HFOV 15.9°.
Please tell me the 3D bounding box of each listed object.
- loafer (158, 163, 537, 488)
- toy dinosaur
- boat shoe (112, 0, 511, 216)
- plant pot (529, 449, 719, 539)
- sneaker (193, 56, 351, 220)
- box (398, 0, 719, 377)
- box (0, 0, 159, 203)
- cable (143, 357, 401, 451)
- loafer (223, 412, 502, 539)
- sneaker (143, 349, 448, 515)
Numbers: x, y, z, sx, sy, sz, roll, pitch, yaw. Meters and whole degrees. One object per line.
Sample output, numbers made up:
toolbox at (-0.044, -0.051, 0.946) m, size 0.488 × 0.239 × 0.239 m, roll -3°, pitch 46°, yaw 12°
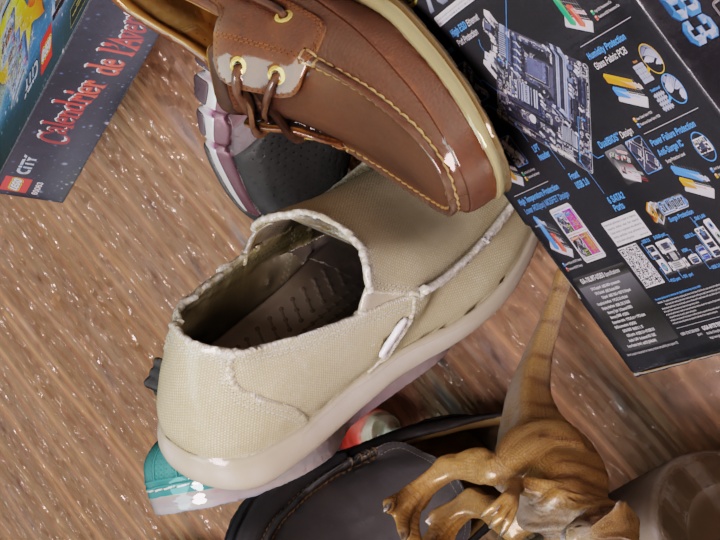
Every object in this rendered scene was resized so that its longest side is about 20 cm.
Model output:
loafer at (0.000, 0.000, 0.980) m, size 0.076 × 0.200 × 0.068 m, roll 28°, pitch 148°, yaw 28°
toy dinosaur at (0.064, 0.073, 0.973) m, size 0.060 × 0.106 × 0.200 m, roll 58°, pitch -173°, yaw -26°
boat shoe at (-0.023, -0.076, 0.967) m, size 0.200 × 0.068 × 0.072 m, roll 42°, pitch 160°, yaw 34°
plant pot at (0.112, 0.165, 0.985) m, size 0.200 × 0.200 × 0.174 m, roll 50°, pitch 127°, yaw 20°
sneaker at (-0.008, -0.095, 1.057) m, size 0.115 × 0.076 × 0.201 m, roll 23°, pitch 128°, yaw 41°
box at (0.089, -0.063, 0.894) m, size 0.199 × 0.050 × 0.200 m, roll 55°, pitch 162°, yaw -3°
box at (-0.123, -0.139, 1.157) m, size 0.200 × 0.038 × 0.137 m, roll 129°, pitch 143°, yaw -54°
cable at (-0.035, 0.063, 1.222) m, size 0.200 × 0.097 × 0.050 m, roll 26°, pitch 100°, yaw 67°
loafer at (0.011, 0.097, 1.046) m, size 0.072 × 0.200 × 0.073 m, roll -32°, pitch 90°, yaw 31°
sneaker at (-0.034, 0.033, 1.063) m, size 0.071 × 0.200 × 0.080 m, roll -14°, pitch 104°, yaw 34°
